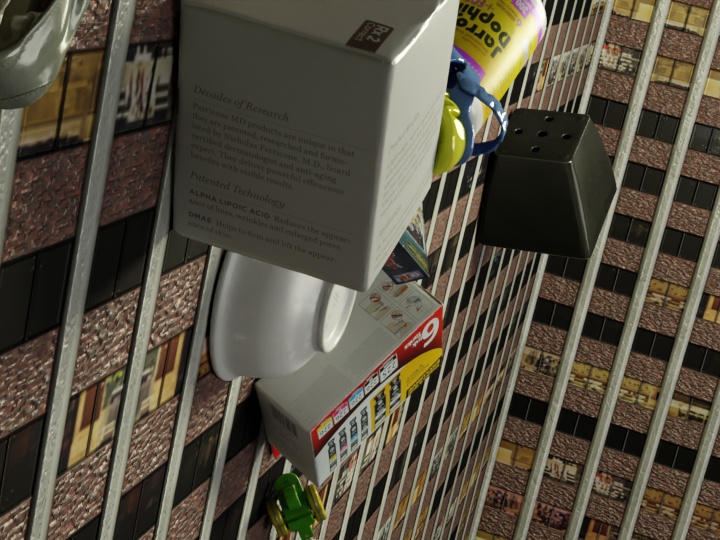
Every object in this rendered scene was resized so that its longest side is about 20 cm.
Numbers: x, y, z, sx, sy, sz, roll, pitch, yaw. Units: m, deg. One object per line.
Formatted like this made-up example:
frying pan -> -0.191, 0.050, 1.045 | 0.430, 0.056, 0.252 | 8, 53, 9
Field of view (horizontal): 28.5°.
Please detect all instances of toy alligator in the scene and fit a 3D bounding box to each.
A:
toy alligator -> -0.073, 0.273, 1.627 | 0.200, 0.059, 0.055 | 78, -9, -63

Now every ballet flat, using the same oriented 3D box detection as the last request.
ballet flat -> -0.155, -0.180, 0.733 | 0.064, 0.067, 0.202 | 56, 51, -64

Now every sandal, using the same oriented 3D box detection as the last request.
sandal -> 0.066, -0.164, 1.227 | 0.080, 0.086, 0.201 | -52, -133, 46

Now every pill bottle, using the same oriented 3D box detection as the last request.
pill bottle -> 0.088, -0.187, 1.328 | 0.201, 0.104, 0.105 | -55, 159, -28

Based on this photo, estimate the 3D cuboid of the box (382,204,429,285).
box -> 0.010, -0.089, 1.348 | 0.200, 0.037, 0.138 | 47, 35, -57

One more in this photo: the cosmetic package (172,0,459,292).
cosmetic package -> -0.033, -0.126, 1.071 | 0.165, 0.164, 0.201 | -57, 159, -51

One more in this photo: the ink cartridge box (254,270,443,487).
ink cartridge box -> -0.007, 0.120, 1.501 | 0.200, 0.084, 0.176 | -43, 155, -21

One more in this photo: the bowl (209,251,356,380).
bowl -> -0.058, 0.016, 1.302 | 0.201, 0.090, 0.203 | 16, 90, -76

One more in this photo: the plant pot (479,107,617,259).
plant pot -> 0.315, -0.162, 2.406 | 0.201, 0.198, 0.179 | -60, 151, -42
